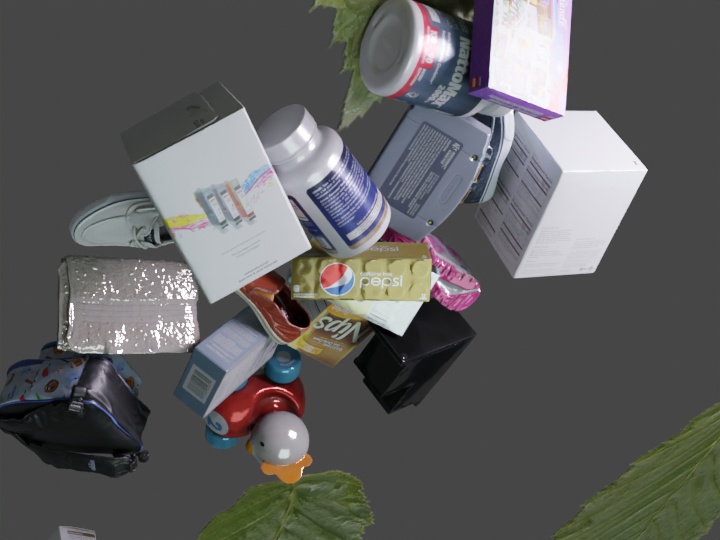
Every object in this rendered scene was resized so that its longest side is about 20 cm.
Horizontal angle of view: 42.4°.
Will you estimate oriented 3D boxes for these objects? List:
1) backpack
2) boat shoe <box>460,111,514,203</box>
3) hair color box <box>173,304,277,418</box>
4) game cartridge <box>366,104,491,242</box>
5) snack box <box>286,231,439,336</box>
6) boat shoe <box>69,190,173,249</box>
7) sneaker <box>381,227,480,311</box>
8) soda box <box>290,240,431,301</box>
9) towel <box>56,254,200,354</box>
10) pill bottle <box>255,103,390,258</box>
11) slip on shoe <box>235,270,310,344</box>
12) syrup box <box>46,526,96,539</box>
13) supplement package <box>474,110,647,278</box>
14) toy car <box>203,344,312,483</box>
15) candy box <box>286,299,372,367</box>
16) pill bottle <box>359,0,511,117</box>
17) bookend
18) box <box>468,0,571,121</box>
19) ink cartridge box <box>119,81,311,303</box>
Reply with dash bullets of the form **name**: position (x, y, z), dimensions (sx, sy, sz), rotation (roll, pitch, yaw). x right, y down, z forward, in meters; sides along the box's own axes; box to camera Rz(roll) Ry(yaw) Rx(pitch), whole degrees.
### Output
- **backpack**: position (-0.413, 0.186, 1.316), dimensions (0.189, 0.155, 0.201), rotation (-9, 137, 12)
- **boat shoe**: position (0.156, -0.170, 1.326), dimensions (0.090, 0.071, 0.201), rotation (-12, 138, -18)
- **hair color box**: position (-0.183, 0.120, 1.366), dimensions (0.099, 0.060, 0.200), rotation (-60, 170, 32)
- **game cartridge**: position (0.090, -0.141, 1.302), dimensions (0.133, 0.042, 0.201), rotation (28, 120, -11)
- **snack box**: position (0.004, 0.005, 1.380), dimensions (0.199, 0.037, 0.117), rotation (26, 111, -14)
- **boat shoe**: position (-0.277, -0.063, 1.212), dimensions (0.198, 0.066, 0.074), rotation (-16, 138, -13)
- **sneaker**: position (0.096, -0.020, 1.444), dimensions (0.200, 0.088, 0.081), rotation (39, 108, -22)
- **soda box**: position (0.000, 0.000, 1.321), dimensions (0.198, 0.064, 0.068), rotation (1, 113, -3)
- **towel**: position (-0.314, 0.048, 1.269), dimensions (0.199, 0.134, 0.034), rotation (2, 173, -30)
- **pill bottle**: position (-0.053, -0.119, 1.228), dimensions (0.111, 0.111, 0.200), rotation (-33, 127, 7)
- **slip on shoe**: position (-0.138, 0.020, 1.327), dimensions (0.061, 0.074, 0.201), rotation (-21, 115, 30)
- **syrup box**: position (-0.501, 0.555, 1.619), dimensions (0.079, 0.201, 0.081), rotation (-45, 137, 20)
- **supplement package**: position (0.293, -0.115, 1.393), dimensions (0.151, 0.151, 0.201), rotation (-3, 134, -24)
- **toy car**: position (-0.156, 0.259, 1.499), dimensions (0.176, 0.201, 0.185), rotation (-7, 135, -22)
- **candy box**: position (-0.019, 0.058, 1.476), dimensions (0.200, 0.055, 0.115), rotation (-43, 135, 16)
- **pill bottle**: position (0.110, -0.260, 1.175), dimensions (0.199, 0.120, 0.120), rotation (8, 128, -34)
- **bookend**: position (0.058, 0.155, 1.530), dimensions (0.198, 0.092, 0.200), rotation (-14, 147, -47)
- **box**: position (0.200, -0.299, 1.145), dimensions (0.136, 0.202, 0.039), rotation (11, 170, -35)
- **ink cartridge box**: position (-0.177, -0.098, 1.121), dimensions (0.144, 0.145, 0.201), rotation (-28, 119, -8)
